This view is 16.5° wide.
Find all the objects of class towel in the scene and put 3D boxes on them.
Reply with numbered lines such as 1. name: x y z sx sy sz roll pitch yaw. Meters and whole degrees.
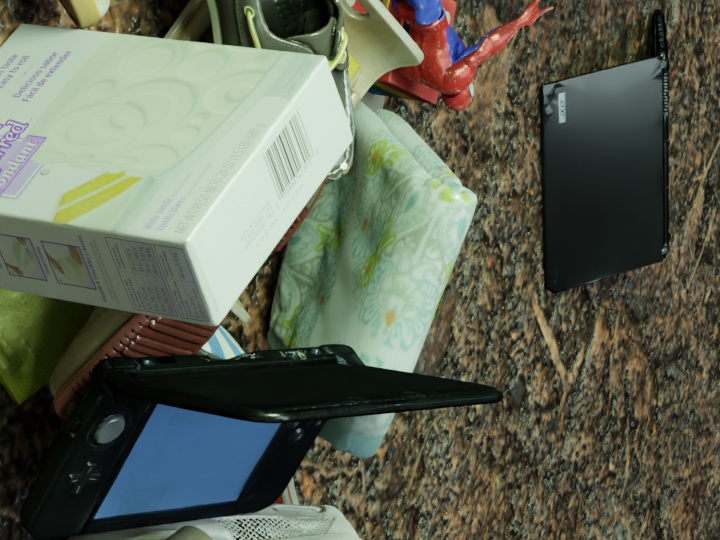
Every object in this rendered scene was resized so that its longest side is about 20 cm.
1. towel: -0.132 -0.021 1.352 0.200 0.018 0.086 -42 118 -18
2. towel: 0.000 0.000 1.511 0.048 0.200 0.172 13 106 -20

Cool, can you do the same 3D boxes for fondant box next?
1. fondant box: -0.125 -0.053 1.259 0.145 0.199 0.058 -55 140 -37

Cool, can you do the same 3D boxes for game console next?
1. game console: -0.053 0.102 1.341 0.199 0.116 0.176 -1 129 -49

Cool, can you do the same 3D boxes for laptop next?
1. laptop: 0.201 -0.100 2.023 0.200 0.103 0.178 -78 166 -67

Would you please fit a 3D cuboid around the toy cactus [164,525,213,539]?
1. toy cactus: -0.136 0.211 1.371 0.165 0.200 0.102 -45 171 -38

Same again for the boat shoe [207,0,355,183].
1. boat shoe: -0.043 -0.136 1.380 0.072 0.060 0.202 -33 115 -32

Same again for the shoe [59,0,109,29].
1. shoe: -0.156 -0.218 1.278 0.053 0.070 0.201 -21 123 -11

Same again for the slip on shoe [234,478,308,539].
1. slip on shoe: -0.073 0.157 1.566 0.061 0.074 0.201 -29 128 -26

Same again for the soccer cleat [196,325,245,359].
1. soccer cleat: -0.126 0.030 1.435 0.070 0.086 0.200 -40 120 -4

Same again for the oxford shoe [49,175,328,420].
1. oxford shoe: -0.104 -0.006 1.336 0.200 0.075 0.070 -47 157 4

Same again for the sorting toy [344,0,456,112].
1. sorting toy: 0.001 -0.205 1.571 0.199 0.069 0.201 19 82 -61

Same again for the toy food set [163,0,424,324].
1. toy food set: -0.056 -0.089 1.449 0.200 0.060 0.143 -55 131 -11

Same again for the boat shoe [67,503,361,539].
1. boat shoe: -0.093 0.168 1.484 0.199 0.069 0.071 4 125 -27

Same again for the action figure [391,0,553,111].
1. action figure: 0.049 -0.185 1.517 0.099 0.065 0.200 -46 139 -21
